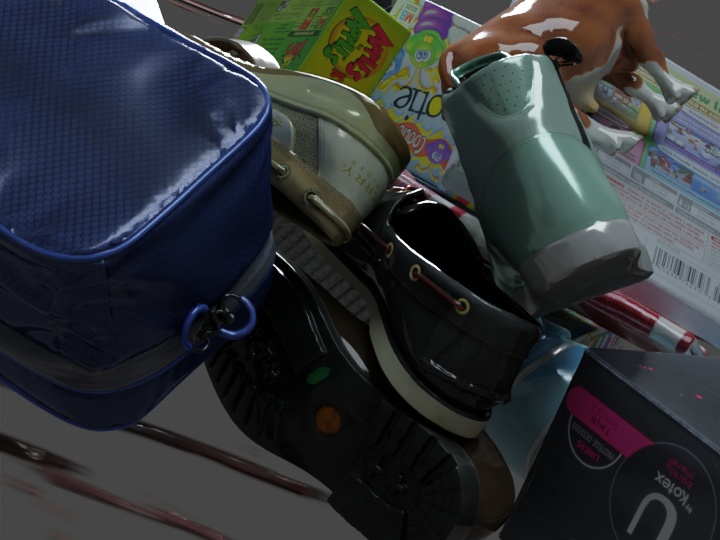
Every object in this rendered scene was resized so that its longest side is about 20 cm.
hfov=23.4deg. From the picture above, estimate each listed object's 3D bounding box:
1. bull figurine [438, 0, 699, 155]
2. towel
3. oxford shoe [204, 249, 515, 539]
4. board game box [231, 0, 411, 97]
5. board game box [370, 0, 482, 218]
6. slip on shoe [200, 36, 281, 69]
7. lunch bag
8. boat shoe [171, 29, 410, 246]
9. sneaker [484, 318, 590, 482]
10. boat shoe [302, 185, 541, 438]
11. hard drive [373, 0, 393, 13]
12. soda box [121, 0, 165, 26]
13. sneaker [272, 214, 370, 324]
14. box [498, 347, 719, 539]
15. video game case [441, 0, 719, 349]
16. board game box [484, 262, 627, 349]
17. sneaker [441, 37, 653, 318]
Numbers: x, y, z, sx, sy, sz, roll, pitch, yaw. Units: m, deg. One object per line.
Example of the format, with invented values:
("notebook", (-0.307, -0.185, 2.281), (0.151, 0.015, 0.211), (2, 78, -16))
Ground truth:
("bull figurine", (0.125, -0.123, 0.975), (0.121, 0.065, 0.200), (48, 56, 4))
("towel", (0.107, 0.000, 0.997), (0.200, 0.023, 0.144), (29, 0, 17))
("oxford shoe", (-0.006, 0.057, 0.804), (0.200, 0.073, 0.084), (47, 22, 29))
("board game box", (-0.046, -0.124, 1.115), (0.048, 0.102, 0.200), (34, -5, -20))
("board game box", (0.085, -0.089, 1.156), (0.105, 0.103, 0.200), (31, 3, 31))
("slip on shoe", (-0.083, -0.082, 0.998), (0.060, 0.076, 0.200), (13, -14, -29))
("lunch bag", (-0.126, -0.028, 0.753), (0.200, 0.132, 0.136), (33, 55, 22))
("boat shoe", (-0.071, -0.062, 0.821), (0.200, 0.063, 0.073), (19, -25, 31))
("sneaker", (0.128, 0.064, 0.930), (0.200, 0.080, 0.131), (5, 26, -48))
("boat shoe", (0.026, -0.005, 0.809), (0.074, 0.063, 0.201), (24, 19, -31))
("hard drive", (-0.010, -0.153, 1.235), (0.038, 0.200, 0.140), (-28, 39, -13))
("soda box", (-0.137, -0.086, 0.960), (0.064, 0.068, 0.200), (12, 37, -33))
("sneaker", (0.000, 0.000, 0.952), (0.079, 0.079, 0.200), (-1, 27, -41))
("box", (0.185, 0.112, 0.814), (0.200, 0.106, 0.122), (5, 25, -45))
("video game case", (0.157, -0.064, 1.012), (0.200, 0.022, 0.182), (30, 48, -7))
("board game box", (0.067, 0.001, 1.109), (0.200, 0.034, 0.134), (30, 19, 21))
("sneaker", (0.085, -0.042, 0.817), (0.200, 0.074, 0.118), (67, 1, -81))
